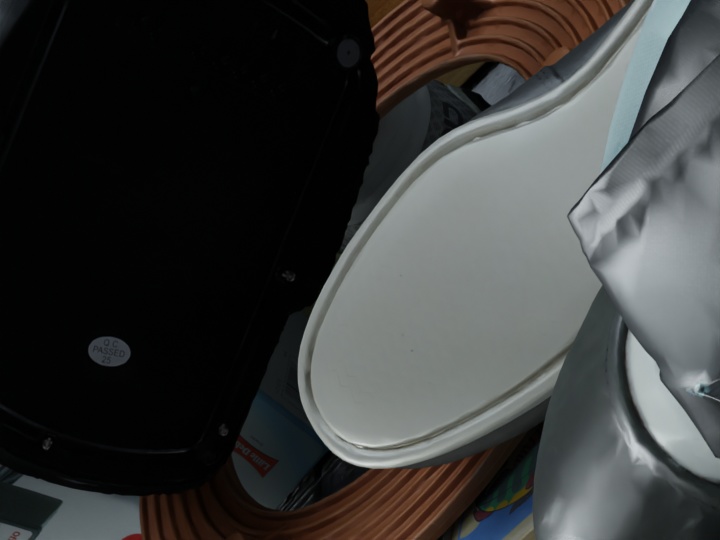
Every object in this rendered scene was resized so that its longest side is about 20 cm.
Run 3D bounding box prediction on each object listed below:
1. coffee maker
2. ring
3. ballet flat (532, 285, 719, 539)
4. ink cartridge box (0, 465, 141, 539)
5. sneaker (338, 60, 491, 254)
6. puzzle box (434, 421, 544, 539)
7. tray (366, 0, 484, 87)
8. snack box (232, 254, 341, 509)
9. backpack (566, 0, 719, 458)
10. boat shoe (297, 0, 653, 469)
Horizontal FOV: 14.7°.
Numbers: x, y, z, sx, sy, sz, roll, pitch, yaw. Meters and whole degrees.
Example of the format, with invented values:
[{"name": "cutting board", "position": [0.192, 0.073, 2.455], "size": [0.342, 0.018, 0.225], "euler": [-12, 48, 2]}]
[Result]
[{"name": "coffee maker", "position": [-0.091, -0.047, 0.759], "size": [0.192, 0.135, 0.200], "euler": [-48, 31, -17]}, {"name": "ring", "position": [0.000, 0.000, 0.716], "size": [0.200, 0.019, 0.201], "euler": [-40, 33, 34]}, {"name": "ballet flat", "position": [0.096, -0.016, 0.510], "size": [0.200, 0.068, 0.068], "euler": [-52, -14, 5]}, {"name": "ink cartridge box", "position": [-0.173, 0.069, 0.936], "size": [0.147, 0.200, 0.083], "euler": [-46, 38, 28]}, {"name": "sneaker", "position": [-0.005, -0.037, 0.887], "size": [0.074, 0.087, 0.200], "euler": [-58, 23, -2]}, {"name": "puzzle box", "position": [0.066, 0.017, 0.648], "size": [0.200, 0.025, 0.133], "euler": [-46, 14, 28]}, {"name": "tray", "position": [0.055, -0.122, 1.038], "size": [0.200, 0.037, 0.099], "euler": [-42, 16, 35]}, {"name": "snack box", "position": [-0.058, -0.008, 0.944], "size": [0.037, 0.116, 0.200], "euler": [-47, 13, 19]}, {"name": "backpack", "position": [0.125, -0.035, 0.343], "size": [0.127, 0.167, 0.200], "euler": [-38, -5, -45]}, {"name": "boat shoe", "position": [0.068, -0.027, 0.599], "size": [0.200, 0.067, 0.057], "euler": [-48, -31, 22]}]
